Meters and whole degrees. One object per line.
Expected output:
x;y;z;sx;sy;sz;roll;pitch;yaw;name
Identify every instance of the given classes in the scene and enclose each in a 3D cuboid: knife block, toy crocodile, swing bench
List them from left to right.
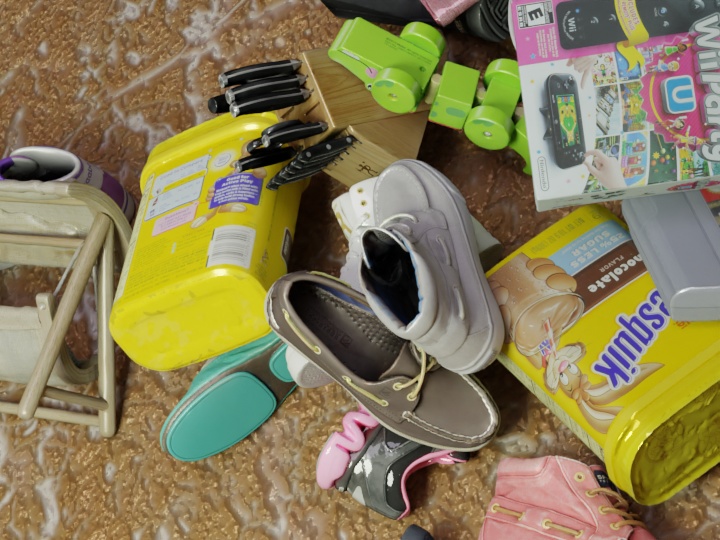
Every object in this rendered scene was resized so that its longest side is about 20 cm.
-0.302;0.024;1.670;0.197;0.129;0.202;5;81;31;swing bench
-0.031;-0.146;1.582;0.064;0.175;0.201;-35;30;49;knife block
0.069;-0.140;1.559;0.199;0.062;0.068;23;58;-1;toy crocodile

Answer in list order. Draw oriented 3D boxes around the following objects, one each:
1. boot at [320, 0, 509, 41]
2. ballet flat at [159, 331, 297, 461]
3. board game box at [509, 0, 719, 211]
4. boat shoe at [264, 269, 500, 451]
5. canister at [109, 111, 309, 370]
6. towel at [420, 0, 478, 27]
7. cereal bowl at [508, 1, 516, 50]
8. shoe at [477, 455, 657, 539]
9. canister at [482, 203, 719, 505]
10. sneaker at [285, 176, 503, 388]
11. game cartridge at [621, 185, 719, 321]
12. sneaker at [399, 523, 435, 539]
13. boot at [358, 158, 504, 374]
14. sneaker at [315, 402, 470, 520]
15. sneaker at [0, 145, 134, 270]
0.075;-0.274;1.693;0.199;0.066;0.165;15;58;46;boot
-0.082;0.076;1.592;0.200;0.067;0.070;-39;33;3;ballet flat
0.212;-0.129;1.386;0.198;0.064;0.149;-8;82;5;board game box
0.019;0.066;1.437;0.199;0.060;0.072;36;79;-3;boat shoe
-0.121;-0.026;1.601;0.148;0.087;0.201;-20;37;24;canister
0.118;-0.293;1.605;0.199;0.023;0.144;-37;40;5;towel
0.220;-0.206;1.552;0.199;0.083;0.202;-13;59;22;cereal bowl
0.172;0.181;1.375;0.199;0.071;0.092;3;70;35;shoe
0.187;0.054;1.415;0.148;0.087;0.200;-34;48;-14;canister
0.000;0.000;1.533;0.199;0.074;0.116;-33;68;-22;sneaker
0.297;-0.030;1.388;0.198;0.041;0.134;-15;46;-4;game cartridge
0.045;0.283;1.408;0.081;0.070;0.202;8;67;11;sneaker
0.036;-0.020;1.429;0.073;0.095;0.201;-41;47;19;boot
0.054;0.102;1.499;0.095;0.079;0.201;34;82;13;sneaker
-0.314;-0.065;1.763;0.199;0.114;0.073;-16;59;23;sneaker
